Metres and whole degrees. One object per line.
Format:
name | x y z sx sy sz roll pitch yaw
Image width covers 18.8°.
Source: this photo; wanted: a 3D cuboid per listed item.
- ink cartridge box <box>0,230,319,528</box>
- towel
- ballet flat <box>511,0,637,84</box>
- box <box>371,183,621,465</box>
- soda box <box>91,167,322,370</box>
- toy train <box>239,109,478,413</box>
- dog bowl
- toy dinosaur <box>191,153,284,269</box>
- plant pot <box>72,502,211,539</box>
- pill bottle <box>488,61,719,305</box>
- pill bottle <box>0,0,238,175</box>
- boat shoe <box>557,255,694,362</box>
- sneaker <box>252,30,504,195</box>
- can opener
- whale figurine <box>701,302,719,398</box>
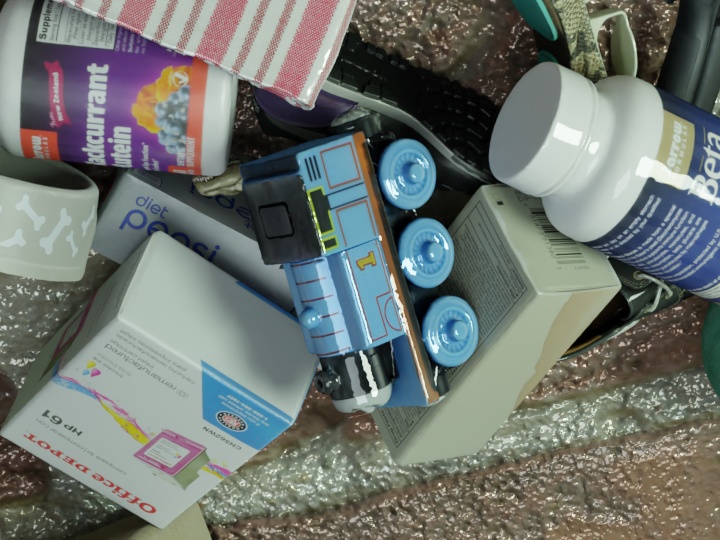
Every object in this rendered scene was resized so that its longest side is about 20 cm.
ink cartridge box | -0.140 0.082 1.511 0.144 0.085 0.200 33 140 -15
towel | -0.094 -0.205 1.374 0.199 0.030 0.147 23 84 -7
ballet flat | 0.140 -0.160 1.436 0.075 0.068 0.201 -31 123 -10
box | 0.080 0.038 1.479 0.077 0.095 0.200 -4 146 -37
soda box | -0.088 -0.010 1.516 0.199 0.064 0.068 29 115 -12
toy train | 0.000 0.000 1.402 0.114 0.086 0.201 -21 99 -35
dog bowl | -0.263 -0.055 1.431 0.199 0.200 0.059 18 99 -7
toy dinosaur | -0.020 -0.020 1.479 0.199 0.088 0.047 24 132 -19
plant pot | -0.200 0.302 1.574 0.199 0.177 0.201 -23 88 16
pill bottle | 0.187 -0.058 1.400 0.199 0.111 0.111 22 117 -23
pill bottle | -0.182 -0.126 1.432 0.199 0.112 0.112 5 118 -1
boat shoe | 0.197 0.009 1.517 0.199 0.068 0.072 -23 115 11
sneaker | 0.022 -0.090 1.478 0.199 0.076 0.088 30 129 -9
can opener | 0.225 -0.156 1.441 0.063 0.079 0.201 -18 127 -32
whale figurine | 0.324 0.022 1.511 0.200 0.104 0.159 -38 140 -2
